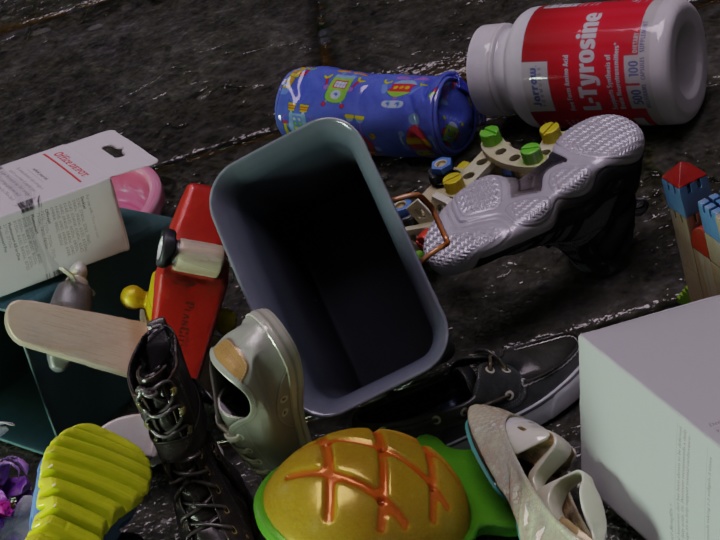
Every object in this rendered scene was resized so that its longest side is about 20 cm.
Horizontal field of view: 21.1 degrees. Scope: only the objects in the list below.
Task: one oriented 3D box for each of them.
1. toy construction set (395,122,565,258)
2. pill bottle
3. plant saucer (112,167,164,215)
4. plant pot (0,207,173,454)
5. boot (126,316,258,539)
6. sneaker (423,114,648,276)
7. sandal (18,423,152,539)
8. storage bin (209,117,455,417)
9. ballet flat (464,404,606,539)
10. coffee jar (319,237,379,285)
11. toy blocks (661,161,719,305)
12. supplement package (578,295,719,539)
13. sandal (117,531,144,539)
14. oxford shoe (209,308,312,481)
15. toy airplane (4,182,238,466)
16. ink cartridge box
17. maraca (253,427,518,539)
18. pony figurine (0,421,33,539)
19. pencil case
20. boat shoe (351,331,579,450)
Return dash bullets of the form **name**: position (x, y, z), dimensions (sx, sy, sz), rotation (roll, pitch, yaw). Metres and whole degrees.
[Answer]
- **toy construction set**: position (0.099, -0.054, 1.623), dimensions (0.131, 0.092, 0.200), rotation (11, 31, 40)
- **pill bottle**: position (0.202, -0.185, 1.745), dimensions (0.200, 0.112, 0.112), rotation (0, 35, 30)
- **plant saucer**: position (-0.276, -0.033, 1.826), dimensions (0.200, 0.051, 0.201), rotation (-13, 31, 8)
- **plant pot**: position (-0.238, 0.034, 1.614), dimensions (0.141, 0.142, 0.200), rotation (12, 37, 41)
- **boot**: position (-0.119, 0.144, 1.327), dimensions (0.069, 0.174, 0.200), rotation (-18, 30, 1)
- **sneaker**: position (0.148, -0.031, 1.527), dimensions (0.200, 0.114, 0.075), rotation (-32, 42, -12)
- **sandal**: position (-0.201, 0.182, 1.313), dimensions (0.079, 0.087, 0.200), rotation (28, 34, -5)
- **storage bin**: position (0.000, 0.000, 1.427), dimensions (0.145, 0.200, 0.134), rotation (-27, -13, 10)
- **ballet flat**: position (0.126, 0.145, 1.286), dimensions (0.062, 0.067, 0.200), rotation (-47, 36, 19)
- **coffee jar**: position (-0.019, -0.019, 1.606), dimensions (0.085, 0.104, 0.200), rotation (-33, 31, -8)
- **toy blocks**: position (0.284, -0.002, 1.378), dimensions (0.100, 0.137, 0.200), rotation (-25, 31, -12)
- **supplement package**: position (0.235, 0.114, 1.216), dimensions (0.117, 0.117, 0.200), rotation (-15, 28, -20)
- **sandal**: position (-0.213, 0.263, 1.327), dimensions (0.075, 0.045, 0.200), rotation (9, 54, 47)
- **oxford shoe**: position (-0.070, 0.106, 1.340), dimensions (0.058, 0.200, 0.075), rotation (-31, 53, -20)
- **toy airplane**: position (-0.144, 0.057, 1.500), dimensions (0.199, 0.200, 0.141), rotation (-34, 15, -5)
- **ink cartridge box**: position (-0.263, -0.041, 1.546), dimensions (0.200, 0.068, 0.116), rotation (-21, 26, -20)
- **maraca**: position (0.022, 0.159, 1.302), dimensions (0.200, 0.107, 0.137), rotation (-10, 39, -36)
- **pony figurine**: position (-0.291, 0.184, 1.412), dimensions (0.193, 0.166, 0.200), rotation (-55, 39, 2)
- **pencil case**: position (0.016, -0.153, 1.827), dimensions (0.200, 0.078, 0.087), rotation (6, 67, 35)
- **boat shoe**: position (0.085, 0.091, 1.415), dimensions (0.200, 0.057, 0.069), rotation (-27, 31, -14)
